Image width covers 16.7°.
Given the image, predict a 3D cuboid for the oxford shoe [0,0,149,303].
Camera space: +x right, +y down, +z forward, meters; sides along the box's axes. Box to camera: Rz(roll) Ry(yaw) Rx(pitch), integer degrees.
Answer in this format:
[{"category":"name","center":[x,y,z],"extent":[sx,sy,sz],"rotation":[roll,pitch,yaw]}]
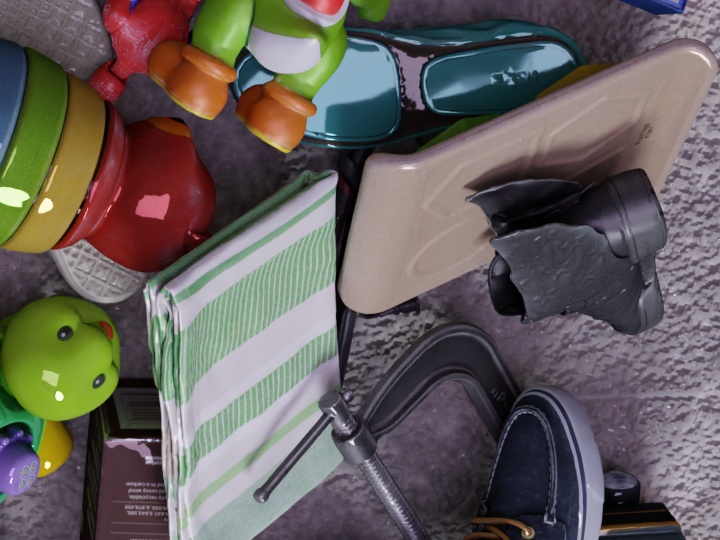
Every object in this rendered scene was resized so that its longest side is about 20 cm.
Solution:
[{"category":"oxford shoe","center":[-0.165,-0.079,1.355],"extent":[0.075,0.058,0.201],"rotation":[-17,97,-11]}]

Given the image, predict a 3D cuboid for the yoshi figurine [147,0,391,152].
[{"category":"yoshi figurine","center":[-0.031,-0.173,1.290],"extent":[0.112,0.112,0.201],"rotation":[34,103,16]}]

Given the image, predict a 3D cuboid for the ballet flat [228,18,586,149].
[{"category":"ballet flat","center":[0.025,-0.105,1.370],"extent":[0.199,0.070,0.068],"rotation":[-3,98,0]}]

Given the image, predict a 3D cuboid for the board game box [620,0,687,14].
[{"category":"board game box","center":[0.134,-0.258,1.332],"extent":[0.151,0.045,0.201],"rotation":[20,89,-16]}]

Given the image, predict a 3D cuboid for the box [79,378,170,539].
[{"category":"box","center":[-0.126,0.172,1.421],"extent":[0.074,0.100,0.201],"rotation":[2,107,-11]}]

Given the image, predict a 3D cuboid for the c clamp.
[{"category":"c clamp","center":[0.036,0.121,1.434],"extent":[0.171,0.027,0.200],"rotation":[-51,129,-17]}]

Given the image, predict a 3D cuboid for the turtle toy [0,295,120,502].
[{"category":"turtle toy","center":[-0.222,0.076,1.363],"extent":[0.199,0.101,0.146],"rotation":[-32,111,7]}]

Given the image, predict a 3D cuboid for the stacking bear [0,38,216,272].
[{"category":"stacking bear","center":[-0.167,-0.061,1.275],"extent":[0.199,0.121,0.114],"rotation":[21,93,-21]}]

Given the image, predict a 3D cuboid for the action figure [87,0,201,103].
[{"category":"action figure","center":[-0.083,-0.171,1.329],"extent":[0.065,0.052,0.200],"rotation":[40,82,-24]}]

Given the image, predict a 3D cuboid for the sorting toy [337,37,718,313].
[{"category":"sorting toy","center":[0.085,-0.054,1.349],"extent":[0.199,0.185,0.037],"rotation":[-20,69,-15]}]

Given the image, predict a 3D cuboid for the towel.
[{"category":"towel","center":[-0.056,0.058,1.332],"extent":[0.152,0.023,0.201],"rotation":[-38,137,-41]}]

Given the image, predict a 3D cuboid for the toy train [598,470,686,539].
[{"category":"toy train","center":[0.154,0.225,1.482],"extent":[0.085,0.114,0.201],"rotation":[0,108,-10]}]

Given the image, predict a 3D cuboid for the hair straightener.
[{"category":"hair straightener","center":[0.000,0.000,1.426],"extent":[0.077,0.041,0.201],"rotation":[11,101,-26]}]

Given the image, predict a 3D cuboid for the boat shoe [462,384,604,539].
[{"category":"boat shoe","center":[0.083,0.165,1.404],"extent":[0.091,0.071,0.202],"rotation":[6,86,-43]}]

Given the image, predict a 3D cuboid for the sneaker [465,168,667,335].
[{"category":"sneaker","center":[0.115,-0.003,1.378],"extent":[0.104,0.200,0.060],"rotation":[-21,67,-5]}]
